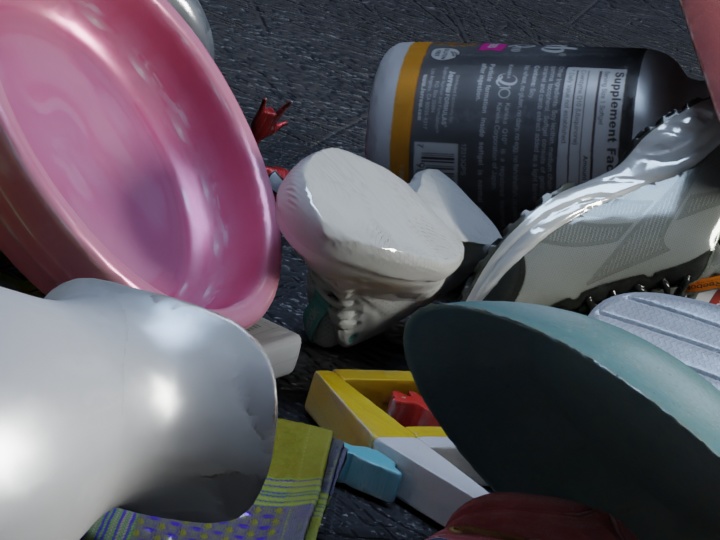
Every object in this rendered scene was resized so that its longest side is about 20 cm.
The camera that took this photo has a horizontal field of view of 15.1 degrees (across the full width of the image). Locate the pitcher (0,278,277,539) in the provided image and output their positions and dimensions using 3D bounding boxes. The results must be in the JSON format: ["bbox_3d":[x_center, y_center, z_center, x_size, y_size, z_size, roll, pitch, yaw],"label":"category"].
[{"bbox_3d":[-0.152,0.048,0.889,0.172,0.121,0.200,21,21,33],"label":"pitcher"}]

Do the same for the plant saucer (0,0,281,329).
[{"bbox_3d":[-0.113,-0.053,1.147,0.201,0.051,0.201,43,30,-32],"label":"plant saucer"}]

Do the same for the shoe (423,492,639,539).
[{"bbox_3d":[0.109,0.133,0.957,0.200,0.072,0.091,18,20,15],"label":"shoe"}]

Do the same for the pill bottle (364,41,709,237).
[{"bbox_3d":[0.109,-0.058,1.404,0.200,0.116,0.116,3,15,11],"label":"pill bottle"}]

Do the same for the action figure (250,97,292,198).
[{"bbox_3d":[-0.116,-0.074,1.352,0.200,0.099,0.065,11,32,-25],"label":"action figure"}]

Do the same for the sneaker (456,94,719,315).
[{"bbox_3d":[0.122,-0.005,1.277,0.079,0.200,0.074,51,-16,17],"label":"sneaker"}]

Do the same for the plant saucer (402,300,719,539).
[{"bbox_3d":[0.105,0.070,0.994,0.201,0.039,0.201,37,-18,14],"label":"plant saucer"}]

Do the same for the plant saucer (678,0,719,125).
[{"bbox_3d":[0.227,-0.088,1.355,0.200,0.037,0.200,39,27,-38],"label":"plant saucer"}]

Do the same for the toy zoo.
[{"bbox_3d":[0.067,0.080,1.169,0.200,0.020,0.131,4,21,-38],"label":"toy zoo"}]

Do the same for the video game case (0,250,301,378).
[{"bbox_3d":[-0.149,0.019,1.157,0.182,0.023,0.200,24,19,23],"label":"video game case"}]

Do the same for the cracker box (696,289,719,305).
[{"bbox_3d":[0.254,0.061,1.343,0.200,0.058,0.134,20,17,13],"label":"cracker box"}]

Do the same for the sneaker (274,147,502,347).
[{"bbox_3d":[0.000,0.000,1.239,0.075,0.088,0.200,50,14,16],"label":"sneaker"}]

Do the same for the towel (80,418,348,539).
[{"bbox_3d":[-0.106,0.070,0.993,0.200,0.023,0.144,18,29,3],"label":"towel"}]

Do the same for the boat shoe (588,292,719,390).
[{"bbox_3d":[0.170,0.080,1.050,0.200,0.071,0.072,29,47,12],"label":"boat shoe"}]

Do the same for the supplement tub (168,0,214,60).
[{"bbox_3d":[-0.162,-0.138,1.464,0.122,0.123,0.200,9,19,-23],"label":"supplement tub"}]
